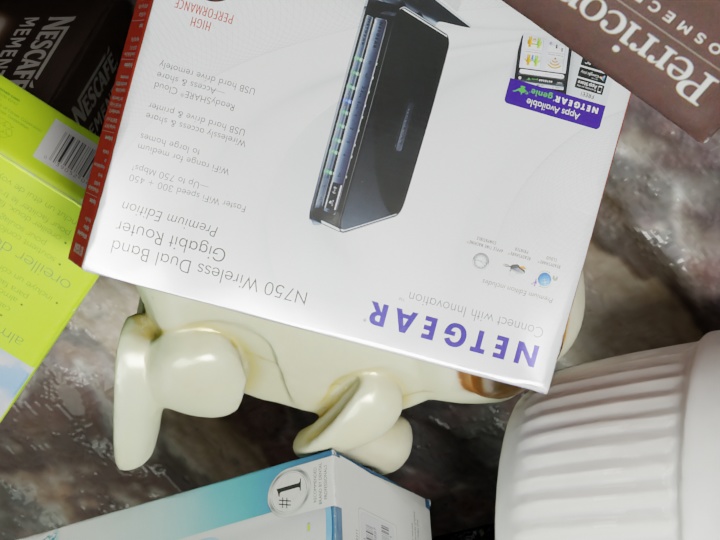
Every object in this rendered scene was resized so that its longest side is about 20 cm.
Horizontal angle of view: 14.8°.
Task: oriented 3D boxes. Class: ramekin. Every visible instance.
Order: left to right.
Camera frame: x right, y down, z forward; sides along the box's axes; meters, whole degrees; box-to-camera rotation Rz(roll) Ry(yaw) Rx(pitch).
[{"bbox_3d":[0.127,0.129,1.198,0.104,0.201,0.201,-5,125,17],"label":"ramekin"}]

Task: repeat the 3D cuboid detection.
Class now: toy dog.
[{"bbox_3d":[0.000,0.000,1.214,0.199,0.140,0.195,6,130,2],"label":"toy dog"}]

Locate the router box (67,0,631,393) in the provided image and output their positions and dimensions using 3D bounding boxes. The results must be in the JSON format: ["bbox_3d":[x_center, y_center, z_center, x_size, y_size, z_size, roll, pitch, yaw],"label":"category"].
[{"bbox_3d":[0.003,-0.063,1.104,0.199,0.049,0.181,14,91,-14],"label":"router box"}]

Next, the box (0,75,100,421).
[{"bbox_3d":[-0.184,0.002,1.182,0.122,0.048,0.200,32,130,-7],"label":"box"}]

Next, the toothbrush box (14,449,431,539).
[{"bbox_3d":[-0.069,0.181,1.244,0.199,0.147,0.085,-17,151,30],"label":"toothbrush box"}]

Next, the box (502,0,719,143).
[{"bbox_3d":[0.131,-0.193,0.984,0.165,0.165,0.200,34,131,-8],"label":"box"}]

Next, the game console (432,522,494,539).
[{"bbox_3d":[0.018,0.195,1.364,0.199,0.119,0.171,-16,120,30],"label":"game console"}]

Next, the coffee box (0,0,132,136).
[{"bbox_3d":[-0.204,-0.063,1.245,0.199,0.113,0.080,0,127,19],"label":"coffee box"}]
